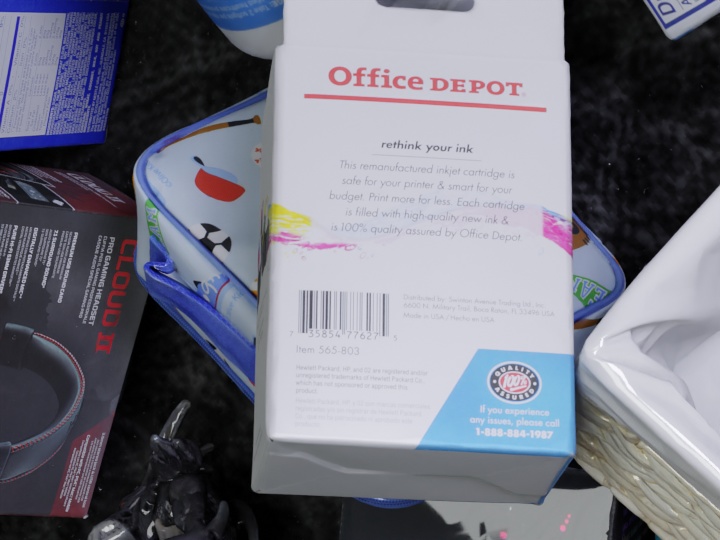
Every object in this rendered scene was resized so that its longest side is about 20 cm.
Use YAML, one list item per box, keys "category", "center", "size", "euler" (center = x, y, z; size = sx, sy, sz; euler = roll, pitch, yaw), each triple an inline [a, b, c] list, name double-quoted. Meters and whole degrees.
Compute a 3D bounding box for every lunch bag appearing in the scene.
- category: "lunch bag"
  center: [0.000, 0.000, 1.150]
  size: [0.200, 0.160, 0.076]
  euler: [43, 148, 31]

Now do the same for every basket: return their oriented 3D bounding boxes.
- category: "basket"
  center: [0.184, 0.027, 1.068]
  size: [0.135, 0.123, 0.200]
  euler: [41, 70, 11]

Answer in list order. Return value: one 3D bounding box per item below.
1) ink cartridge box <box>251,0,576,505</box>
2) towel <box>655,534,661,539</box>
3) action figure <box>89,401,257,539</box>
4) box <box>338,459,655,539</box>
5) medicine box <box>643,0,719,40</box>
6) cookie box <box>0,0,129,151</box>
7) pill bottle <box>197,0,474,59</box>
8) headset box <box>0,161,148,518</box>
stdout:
- category: "ink cartridge box"
  center: [0.020, -0.018, 1.051]
  size: [0.114, 0.068, 0.201]
  euler: [4, 68, -6]
- category: "towel"
  center: [0.188, 0.175, 1.157]
  size: [0.146, 0.022, 0.201]
  euler: [8, 98, 2]
- category: "action figure"
  center: [-0.088, 0.153, 1.192]
  size: [0.101, 0.119, 0.201]
  euler: [-14, 49, -1]
- category: "box"
  center: [0.057, 0.169, 1.181]
  size: [0.122, 0.106, 0.201]
  euler: [6, 96, 19]
- category: "medicine box"
  center: [0.149, -0.214, 1.012]
  size: [0.183, 0.103, 0.200]
  euler: [56, 144, -4]
- category: "cookie box"
  center: [-0.223, -0.101, 1.217]
  size: [0.170, 0.200, 0.076]
  euler: [12, 98, 20]
- category: "pill bottle"
  center: [-0.034, -0.156, 1.104]
  size: [0.112, 0.112, 0.200]
  euler: [-27, 117, 21]
- category: "headset box"
  center: [-0.184, 0.027, 1.228]
  size: [0.075, 0.199, 0.149]
  euler: [30, 107, 47]
